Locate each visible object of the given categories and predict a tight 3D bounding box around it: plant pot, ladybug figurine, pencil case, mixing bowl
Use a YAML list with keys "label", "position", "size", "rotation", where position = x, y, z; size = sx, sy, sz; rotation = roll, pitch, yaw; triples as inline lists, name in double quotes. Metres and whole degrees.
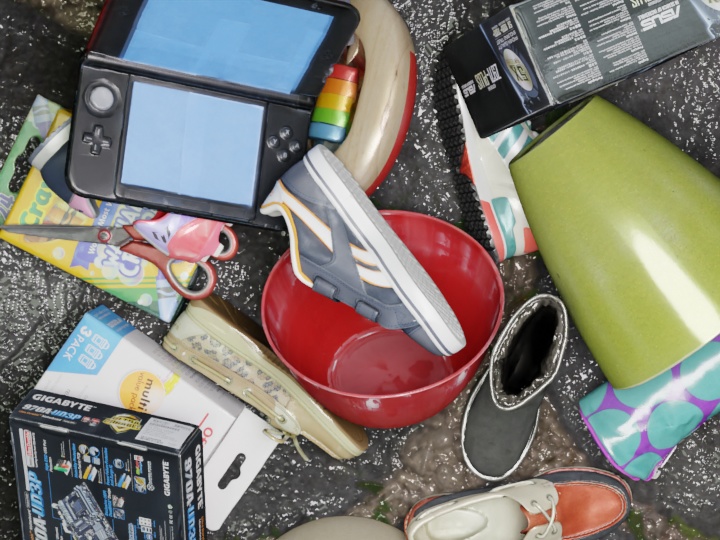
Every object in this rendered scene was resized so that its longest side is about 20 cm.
- label: "plant pot"
  position: [0.217, -0.037, 1.563]
  size: [0.187, 0.187, 0.200]
  rotation: [-39, 93, 5]
- label: "ladybug figurine"
  position: [-0.008, -0.136, 1.621]
  size: [0.136, 0.072, 0.200]
  rotation: [18, 92, 44]
- label: "pencil case"
  position: [0.286, 0.095, 1.624]
  size: [0.200, 0.085, 0.092]
  rotation: [-36, 90, 4]
- label: "mixing bowl"
  position: [0.021, 0.058, 1.605]
  size: [0.200, 0.108, 0.200]
  rotation: [-3, 49, 3]

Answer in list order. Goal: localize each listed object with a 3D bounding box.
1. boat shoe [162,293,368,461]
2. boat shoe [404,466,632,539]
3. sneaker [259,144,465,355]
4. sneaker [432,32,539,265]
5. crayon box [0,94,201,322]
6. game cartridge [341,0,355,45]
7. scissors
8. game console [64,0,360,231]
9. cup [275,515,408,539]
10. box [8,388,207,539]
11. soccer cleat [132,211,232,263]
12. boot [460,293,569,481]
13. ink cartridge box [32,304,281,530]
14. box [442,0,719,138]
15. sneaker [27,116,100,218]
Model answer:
- label: "boat shoe"
  position: [-0.080, 0.101, 1.658]
  size: [0.200, 0.073, 0.063]
  rotation: [41, 101, 8]
- label: "boat shoe"
  position: [0.137, 0.213, 1.651]
  size: [0.200, 0.063, 0.071]
  rotation: [-7, 91, 3]
- label: "sneaker"
  position: [0.000, 0.000, 1.529]
  size: [0.079, 0.078, 0.200]
  rotation: [-39, 79, 10]
- label: "sneaker"
  position: [0.125, -0.109, 1.640]
  size: [0.093, 0.070, 0.200]
  rotation: [-13, 90, -14]
- label: "crayon box"
  position: [-0.224, -0.055, 1.664]
  size: [0.200, 0.052, 0.126]
  rotation: [26, 94, 2]
- label: "game cartridge"
  position: [-0.103, -0.240, 1.614]
  size: [0.200, 0.038, 0.130]
  rotation: [-6, 97, 31]
- label: "scissors"
  position: [-0.204, -0.035, 1.633]
  size: [0.200, 0.014, 0.073]
  rotation: [19, 97, 3]
- label: "game console"
  position: [-0.117, -0.134, 1.514]
  size: [0.200, 0.119, 0.172]
  rotation: [10, 79, -22]
- label: "cup"
  position: [-0.016, 0.320, 1.627]
  size: [0.200, 0.143, 0.200]
  rotation: [0, 93, 3]
- label: "box"
  position: [-0.210, 0.208, 1.621]
  size: [0.159, 0.046, 0.200]
  rotation: [10, 122, 18]
- label: "soccer cleat"
  position: [-0.124, -0.101, 1.605]
  size: [0.076, 0.067, 0.200]
  rotation: [28, 70, -21]
- label: "boot"
  position: [0.129, 0.100, 1.575]
  size: [0.073, 0.200, 0.182]
  rotation: [16, 95, 0]
- label: "ink cartridge box"
  position: [-0.182, 0.135, 1.663]
  size: [0.200, 0.068, 0.115]
  rotation: [35, 97, 1]
- label: "box"
  position: [0.192, -0.191, 1.545]
  size: [0.200, 0.164, 0.086]
  rotation: [-24, 91, -18]
- label: "sneaker"
  position: [-0.178, -0.125, 1.604]
  size: [0.200, 0.070, 0.082]
  rotation: [-37, 92, 9]
